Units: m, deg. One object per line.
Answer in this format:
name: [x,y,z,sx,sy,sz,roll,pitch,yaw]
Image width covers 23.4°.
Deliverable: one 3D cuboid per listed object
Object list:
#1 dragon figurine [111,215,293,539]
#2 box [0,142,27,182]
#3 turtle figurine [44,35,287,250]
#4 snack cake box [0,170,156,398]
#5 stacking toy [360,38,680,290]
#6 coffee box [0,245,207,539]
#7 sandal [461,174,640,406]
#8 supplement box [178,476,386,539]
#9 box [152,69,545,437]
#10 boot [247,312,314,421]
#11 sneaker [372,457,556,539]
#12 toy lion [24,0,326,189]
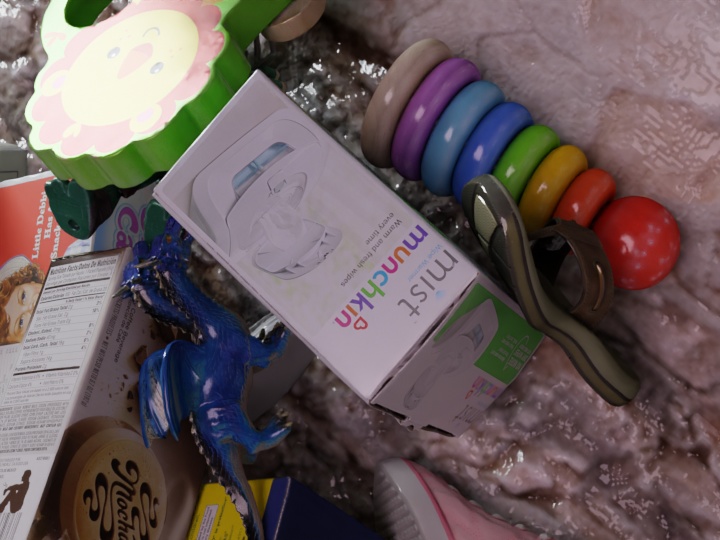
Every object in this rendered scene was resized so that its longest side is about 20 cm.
dragon figurine: [-0.094,0.072,0.999,0.059,0.098,0.202,156,118,-62]
box: [-0.323,0.005,1.232,0.108,0.128,0.202,10,98,28]
turtle figurine: [-0.107,-0.092,1.096,0.148,0.201,0.101,0,131,28]
snack cake box: [-0.197,0.037,1.157,0.114,0.067,0.202,-9,70,40]
stacking toy: [0.100,-0.056,1.027,0.199,0.085,0.086,32,108,18]
coffee box: [-0.155,0.101,1.043,0.079,0.113,0.202,-9,55,41]
sandal: [0.114,0.004,0.972,0.057,0.201,0.080,-36,47,8]
supplement box: [-0.093,0.205,1.081,0.199,0.109,0.110,-11,54,41]
box: [0.000,0.000,1.003,0.176,0.200,0.097,42,93,20]
boot: [-0.116,0.070,1.157,0.200,0.073,0.096,-44,66,18]
sneaker: [0.086,0.183,1.060,0.200,0.104,0.076,-128,35,-47]
toy lion: [-0.131,-0.138,1.049,0.192,0.069,0.199,-47,43,-11]
